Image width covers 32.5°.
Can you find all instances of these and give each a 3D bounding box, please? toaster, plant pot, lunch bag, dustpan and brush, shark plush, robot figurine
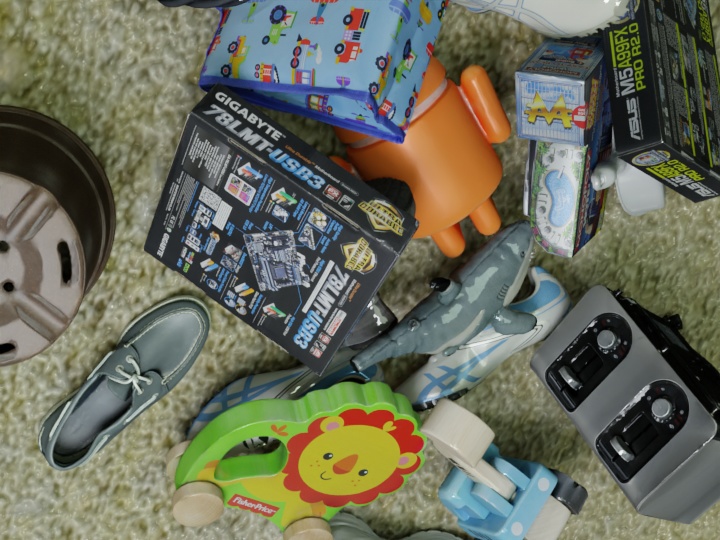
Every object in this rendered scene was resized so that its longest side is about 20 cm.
[{"bbox_3d":[0.272,0.124,1.140,0.119,0.182,0.199,-45,145,17],"label":"toaster"},{"bbox_3d":[-0.294,-0.021,0.993,0.197,0.198,0.203,-3,104,-13],"label":"plant pot"},{"bbox_3d":[-0.042,-0.207,1.017,0.198,0.094,0.152,14,79,24],"label":"lunch bag"},{"bbox_3d":[0.244,-0.104,1.118,0.056,0.200,0.142,-3,106,16],"label":"dustpan and brush"},{"bbox_3d":[0.069,0.024,1.087,0.198,0.091,0.084,-21,145,-15],"label":"shark plush"},{"bbox_3d":[0.049,-0.110,1.093,0.201,0.143,0.117,56,49,-18],"label":"robot figurine"}]

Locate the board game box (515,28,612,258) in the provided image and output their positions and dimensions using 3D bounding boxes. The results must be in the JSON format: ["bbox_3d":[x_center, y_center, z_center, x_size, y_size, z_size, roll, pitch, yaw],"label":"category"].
[{"bbox_3d":[0.179,-0.121,1.077,0.061,0.200,0.203,10,103,20],"label":"board game box"}]

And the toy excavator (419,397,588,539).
[{"bbox_3d":[0.114,0.194,1.145,0.199,0.194,0.100,38,76,-11],"label":"toy excavator"}]

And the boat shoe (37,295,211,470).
[{"bbox_3d":[-0.209,0.105,1.113,0.200,0.062,0.073,-42,108,0],"label":"boat shoe"}]

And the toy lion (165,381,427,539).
[{"bbox_3d":[-0.047,0.166,1.102,0.199,0.069,0.192,24,121,-32],"label":"toy lion"}]

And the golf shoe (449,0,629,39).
[{"bbox_3d":[0.129,-0.246,1.037,0.097,0.198,0.079,6,97,-55],"label":"golf shoe"}]

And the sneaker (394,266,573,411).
[{"bbox_3d":[0.108,0.070,1.172,0.199,0.072,0.073,-34,85,-1],"label":"sneaker"}]

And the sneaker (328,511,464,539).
[{"bbox_3d":[0.040,0.295,1.202,0.197,0.087,0.076,13,99,-16],"label":"sneaker"}]

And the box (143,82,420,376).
[{"bbox_3d":[-0.073,-0.028,1.027,0.197,0.201,0.050,33,52,1],"label":"box"}]

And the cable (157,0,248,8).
[{"bbox_3d":[-0.109,-0.273,1.005,0.199,0.163,0.051,-38,152,-12],"label":"cable"}]

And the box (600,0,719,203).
[{"bbox_3d":[0.266,-0.176,1.076,0.159,0.044,0.203,17,64,-51],"label":"box"}]

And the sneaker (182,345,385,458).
[{"bbox_3d":[-0.069,0.131,1.140,0.198,0.073,0.072,-24,135,-8],"label":"sneaker"}]

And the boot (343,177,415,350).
[{"bbox_3d":[0.000,0.000,1.088,0.070,0.199,0.132,-46,111,-37],"label":"boot"}]
